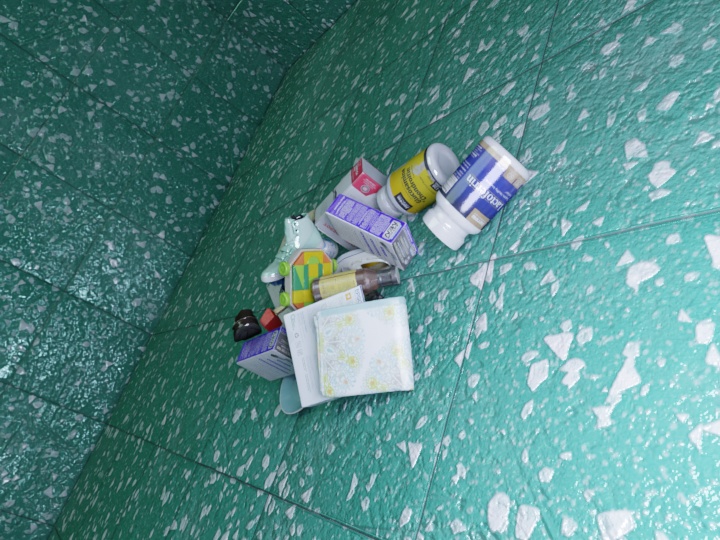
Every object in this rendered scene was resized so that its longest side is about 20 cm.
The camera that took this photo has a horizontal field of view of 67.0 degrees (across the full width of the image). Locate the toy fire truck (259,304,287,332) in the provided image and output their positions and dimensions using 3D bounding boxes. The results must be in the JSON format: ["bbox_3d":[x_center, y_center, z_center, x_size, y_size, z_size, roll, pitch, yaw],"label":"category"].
[{"bbox_3d":[-0.148,0.099,1.386,0.140,0.049,0.200,35,78,37],"label":"toy fire truck"}]

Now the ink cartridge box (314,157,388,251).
[{"bbox_3d":[-0.006,-0.166,1.419,0.200,0.144,0.084,-43,30,27],"label":"ink cartridge box"}]

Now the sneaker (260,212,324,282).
[{"bbox_3d":[-0.191,-0.064,1.371,0.200,0.120,0.073,-41,30,-28],"label":"sneaker"}]

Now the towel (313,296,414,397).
[{"bbox_3d":[0.004,0.149,1.042,0.197,0.048,0.175,-11,78,25],"label":"towel"}]

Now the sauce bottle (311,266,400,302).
[{"bbox_3d":[-0.010,0.030,1.222,0.196,0.065,0.065,-11,44,15],"label":"sauce bottle"}]

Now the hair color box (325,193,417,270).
[{"bbox_3d":[0.025,-0.088,1.221,0.198,0.110,0.065,30,74,33],"label":"hair color box"}]

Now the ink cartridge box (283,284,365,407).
[{"bbox_3d":[-0.053,0.157,1.117,0.197,0.043,0.200,-21,71,21],"label":"ink cartridge box"}]

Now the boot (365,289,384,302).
[{"bbox_3d":[-0.011,0.105,1.198,0.211,0.079,0.160,38,100,49],"label":"boot"}]

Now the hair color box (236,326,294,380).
[{"bbox_3d":[-0.208,0.207,1.334,0.199,0.109,0.066,-23,41,49],"label":"hair color box"}]

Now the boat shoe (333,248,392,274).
[{"bbox_3d":[0.004,0.002,1.314,0.200,0.074,0.087,-20,46,38],"label":"boat shoe"}]

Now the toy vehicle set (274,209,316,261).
[{"bbox_3d":[-0.186,-0.068,1.532,0.124,0.026,0.201,-42,-15,-50],"label":"toy vehicle set"}]

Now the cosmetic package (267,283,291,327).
[{"bbox_3d":[-0.186,0.097,1.482,0.083,0.050,0.202,-44,51,20],"label":"cosmetic package"}]

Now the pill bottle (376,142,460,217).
[{"bbox_3d":[0.130,-0.198,1.254,0.199,0.111,0.114,-29,37,45],"label":"pill bottle"}]

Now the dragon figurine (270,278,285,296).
[{"bbox_3d":[-0.195,0.034,1.399,0.098,0.060,0.201,-17,28,20],"label":"dragon figurine"}]

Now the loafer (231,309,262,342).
[{"bbox_3d":[-0.295,0.135,1.375,0.072,0.072,0.200,-24,-5,-12],"label":"loafer"}]

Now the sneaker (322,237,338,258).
[{"bbox_3d":[-0.134,-0.064,1.616,0.199,0.072,0.073,-4,59,60],"label":"sneaker"}]

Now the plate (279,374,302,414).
[{"bbox_3d":[-0.129,0.254,1.315,0.200,0.025,0.202,-42,30,31],"label":"plate"}]

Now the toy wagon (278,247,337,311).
[{"bbox_3d":[-0.119,0.050,1.278,0.039,0.153,0.205,5,97,47],"label":"toy wagon"}]

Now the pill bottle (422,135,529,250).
[{"bbox_3d":[0.216,-0.144,1.043,0.201,0.115,0.116,-49,27,18],"label":"pill bottle"}]
